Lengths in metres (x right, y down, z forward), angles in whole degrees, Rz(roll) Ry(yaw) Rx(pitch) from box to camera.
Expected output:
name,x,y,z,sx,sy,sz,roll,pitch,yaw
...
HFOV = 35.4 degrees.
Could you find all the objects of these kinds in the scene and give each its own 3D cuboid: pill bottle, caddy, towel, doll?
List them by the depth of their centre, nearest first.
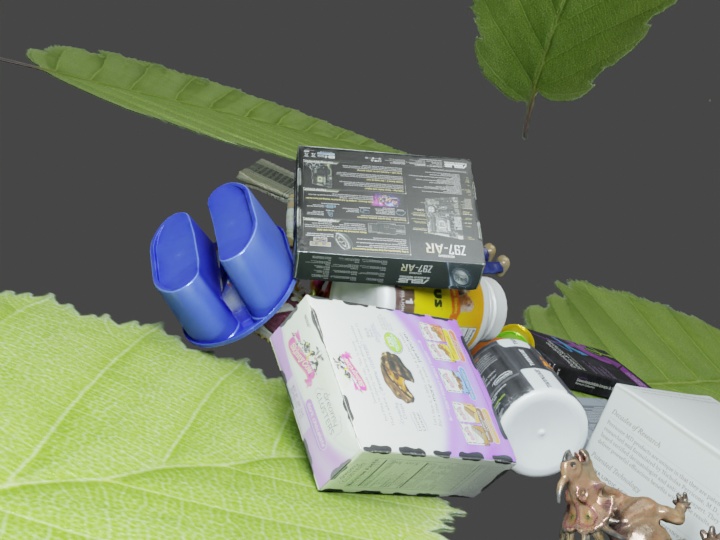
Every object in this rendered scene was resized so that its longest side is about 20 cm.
name,x,y,z,sx,sy,sz,roll,pitch,yaw
caddy,-0.144,-0.001,1.215,0.105,0.141,0.200,56,7,-32
pill bottle,0.070,0.040,1.279,0.199,0.110,0.109,5,21,-38
pill bottle,0.178,0.144,1.287,0.105,0.107,0.200,19,14,-15
doll,0.182,-0.021,2.071,0.199,0.049,0.136,-1,36,-46
towel,-0.126,-0.145,2.104,0.199,0.035,0.193,26,16,3

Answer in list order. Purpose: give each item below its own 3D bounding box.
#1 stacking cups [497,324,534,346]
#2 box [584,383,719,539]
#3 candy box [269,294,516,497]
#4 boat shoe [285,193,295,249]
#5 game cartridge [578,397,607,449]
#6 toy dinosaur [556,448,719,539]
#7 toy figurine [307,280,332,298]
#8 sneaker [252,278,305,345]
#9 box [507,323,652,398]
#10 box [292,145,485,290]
name,x,y,z,sx,sy,sz,roll,pitch,yaw
stacking cups,0.190,0.117,1.513,0.060,0.061,0.200,26,14,13
box,0.374,0.231,1.219,0.198,0.132,0.200,12,17,-41
candy box,0.030,0.121,1.064,0.199,0.072,0.169,12,45,-39
boat shoe,0.015,-0.050,1.273,0.198,0.064,0.073,2,-3,-1
game cartridge,0.304,0.205,1.419,0.199,0.041,0.133,9,15,-45
toy dinosaur,0.256,0.260,1.035,0.135,0.086,0.200,-5,46,-44
toy figurine,0.000,0.000,1.384,0.149,0.185,0.200,18,13,-20
sneaker,-0.089,0.034,1.285,0.199,0.091,0.075,27,4,21
box,0.326,0.143,1.699,0.198,0.036,0.143,14,16,-28
box,0.028,-0.058,1.213,0.198,0.044,0.161,3,48,-7
